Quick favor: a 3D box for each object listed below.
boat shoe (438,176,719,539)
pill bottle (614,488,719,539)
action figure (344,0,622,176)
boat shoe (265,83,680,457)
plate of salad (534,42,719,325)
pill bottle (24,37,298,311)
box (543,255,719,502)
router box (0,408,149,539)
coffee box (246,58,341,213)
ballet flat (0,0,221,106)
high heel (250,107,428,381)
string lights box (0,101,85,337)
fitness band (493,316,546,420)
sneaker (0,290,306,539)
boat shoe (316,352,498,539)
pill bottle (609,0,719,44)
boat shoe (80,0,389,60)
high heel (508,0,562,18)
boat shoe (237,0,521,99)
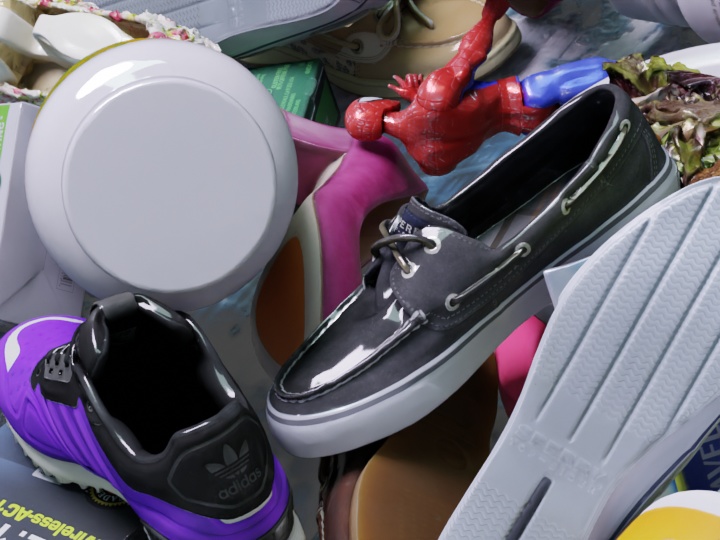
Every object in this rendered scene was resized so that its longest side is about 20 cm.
[{"bbox_3d":[0.091,0.052,0.876,0.072,0.062,0.200,37,97,15],"label":"boat shoe"},{"bbox_3d":[0.105,0.151,0.809,0.109,0.109,0.200,19,49,41],"label":"pill bottle"},{"bbox_3d":[0.087,-0.095,1.151,0.199,0.065,0.099,-7,43,-8],"label":"action figure"},{"bbox_3d":[0.039,-0.005,0.954,0.200,0.066,0.070,-33,31,-8],"label":"boat shoe"},{"bbox_3d":[0.151,-0.041,1.026,0.199,0.048,0.200,-12,43,11],"label":"plate of salad"},{"bbox_3d":[-0.084,-0.041,1.000,0.111,0.111,0.200,-22,8,-5],"label":"pill bottle"},{"bbox_3d":[0.184,0.026,0.927,0.199,0.122,0.048,-18,13,0],"label":"box"},{"bbox_3d":[-0.158,0.111,1.026,0.200,0.062,0.150,15,48,38],"label":"router box"},{"bbox_3d":[-0.117,-0.049,1.240,0.199,0.044,0.123,-7,36,16],"label":"coffee box"},{"bbox_3d":[-0.159,-0.118,1.247,0.199,0.064,0.076,7,73,35],"label":"ballet flat"},{"bbox_3d":[0.000,0.000,1.097,0.067,0.096,0.200,-58,24,24],"label":"high heel"},{"bbox_3d":[-0.216,-0.022,1.165,0.200,0.059,0.103,-1,78,41],"label":"string lights box"},{"bbox_3d":[0.153,0.021,1.031,0.200,0.038,0.144,-30,34,-17],"label":"fitness band"},{"bbox_3d":[-0.090,0.044,0.941,0.069,0.100,0.200,-31,37,-22],"label":"sneaker"},{"bbox_3d":[0.016,0.094,0.975,0.070,0.070,0.200,-48,17,32],"label":"boat shoe"},{"bbox_3d":[0.222,-0.159,1.169,0.200,0.114,0.113,12,45,37],"label":"pill bottle"},{"bbox_3d":[-0.067,-0.137,1.265,0.199,0.074,0.067,-2,-4,34],"label":"boat shoe"},{"bbox_3d":[0.076,-0.147,1.200,0.067,0.096,0.200,30,28,17],"label":"high heel"},{"bbox_3d":[-0.006,-0.141,1.296,0.200,0.063,0.073,10,43,34],"label":"boat shoe"}]
